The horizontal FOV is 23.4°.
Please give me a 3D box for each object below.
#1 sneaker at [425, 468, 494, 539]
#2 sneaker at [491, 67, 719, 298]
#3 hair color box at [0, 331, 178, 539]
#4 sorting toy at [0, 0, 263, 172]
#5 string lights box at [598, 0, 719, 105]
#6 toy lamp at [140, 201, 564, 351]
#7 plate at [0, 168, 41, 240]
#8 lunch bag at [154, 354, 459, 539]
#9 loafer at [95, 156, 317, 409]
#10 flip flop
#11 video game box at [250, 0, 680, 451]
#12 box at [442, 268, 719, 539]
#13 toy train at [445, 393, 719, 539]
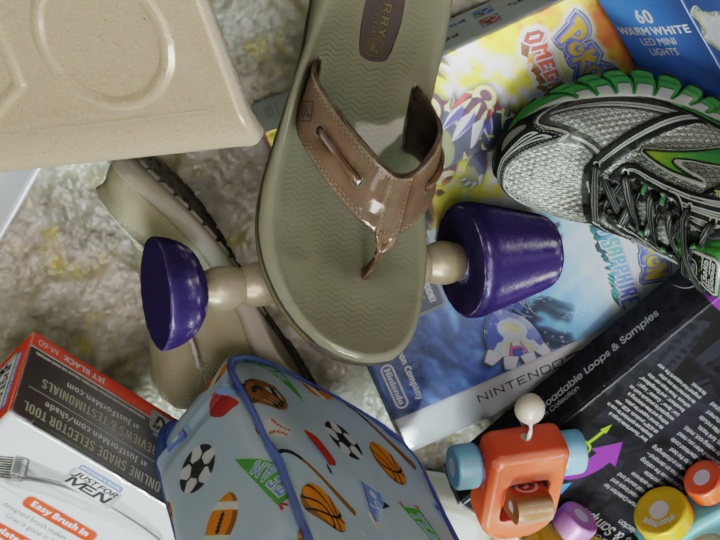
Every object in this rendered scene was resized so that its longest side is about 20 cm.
[{"bbox_3d":[-0.017,0.158,0.917,0.199,0.093,0.071,-2,114,-9],"label":"sneaker"},{"bbox_3d":[0.151,-0.034,0.785,0.199,0.085,0.078,12,137,23],"label":"sneaker"},{"bbox_3d":[-0.178,0.133,0.865,0.111,0.064,0.200,35,122,-22],"label":"hair color box"},{"bbox_3d":[-0.147,-0.129,0.719,0.185,0.037,0.200,-4,125,28],"label":"sorting toy"},{"bbox_3d":[0.180,-0.125,0.827,0.103,0.059,0.200,-47,118,-20],"label":"string lights box"},{"bbox_3d":[0.000,0.000,0.808,0.199,0.058,0.058,-4,115,-22],"label":"toy lamp"},{"bbox_3d":[-0.225,-0.107,0.794,0.199,0.032,0.200,29,106,-20],"label":"plate"},{"bbox_3d":[-0.006,0.136,0.788,0.076,0.200,0.160,-45,127,16],"label":"lunch bag"},{"bbox_3d":[-0.078,0.031,0.859,0.068,0.076,0.200,-32,116,-2],"label":"loafer"},{"bbox_3d":[0.007,-0.059,0.752,0.081,0.058,0.201,11,88,-20],"label":"flip flop"},{"bbox_3d":[0.067,-0.028,0.877,0.182,0.047,0.200,-25,116,-1],"label":"video game box"},{"bbox_3d":[0.161,0.080,0.917,0.200,0.036,0.143,-42,131,15],"label":"box"},{"bbox_3d":[0.138,0.128,0.889,0.199,0.056,0.151,-3,131,-17],"label":"toy train"}]
